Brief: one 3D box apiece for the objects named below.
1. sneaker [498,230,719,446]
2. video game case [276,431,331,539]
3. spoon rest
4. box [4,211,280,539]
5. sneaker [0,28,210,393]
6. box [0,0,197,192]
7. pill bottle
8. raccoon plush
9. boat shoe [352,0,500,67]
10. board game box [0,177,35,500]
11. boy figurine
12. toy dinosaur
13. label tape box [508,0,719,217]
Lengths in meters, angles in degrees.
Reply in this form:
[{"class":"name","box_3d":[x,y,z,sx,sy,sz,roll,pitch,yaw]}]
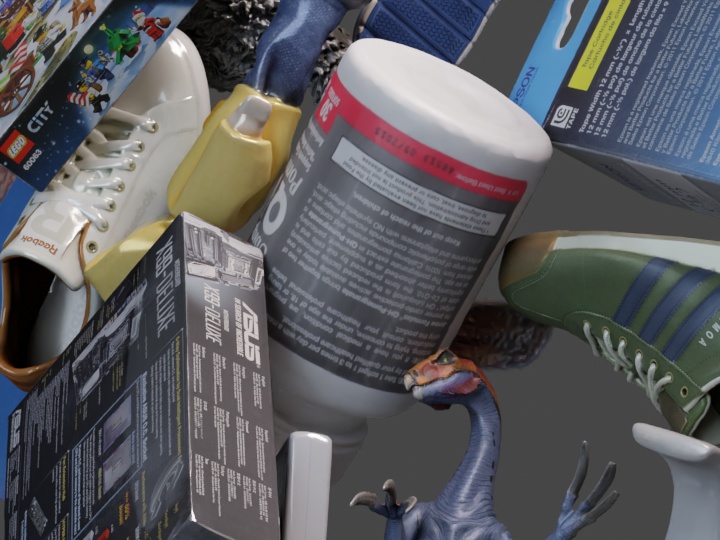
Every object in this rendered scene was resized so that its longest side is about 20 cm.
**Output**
[{"class":"sneaker","box_3d":[0.147,0.036,1.135,0.199,0.067,0.090,5,71,28]},{"class":"video game case","box_3d":[-0.043,0.192,1.133,0.023,0.182,0.201,7,71,-9]},{"class":"spoon rest","box_3d":[0.127,0.171,1.113,0.099,0.061,0.201,17,94,34]},{"class":"box","box_3d":[-0.102,0.094,1.113,0.158,0.050,0.200,-48,29,29]},{"class":"sneaker","box_3d":[-0.131,-0.031,1.246,0.073,0.085,0.201,15,90,19]},{"class":"box","box_3d":[-0.129,-0.149,1.262,0.200,0.038,0.137,-50,31,5]},{"class":"pill bottle","box_3d":[0.000,0.000,1.190,0.111,0.110,0.201,40,111,33]},{"class":"raccoon plush","box_3d":[-0.076,-0.098,1.300,0.134,0.097,0.200,-44,57,17]},{"class":"boat shoe","box_3d":[0.064,-0.176,1.244,0.072,0.072,0.200,44,91,-12]},{"class":"board game box","box_3d":[-0.144,0.030,1.319,0.158,0.039,0.201,34,95,29]},{"class":"boy figurine","box_3d":[-0.064,-0.062,1.208,0.064,0.124,0.201,30,96,-8]},{"class":"toy dinosaur","box_3d":[0.025,0.135,1.139,0.200,0.105,0.182,-53,19,44]},{"class":"label tape box","box_3d":[0.169,-0.104,1.169,0.200,0.066,0.144,19,81,57]}]
